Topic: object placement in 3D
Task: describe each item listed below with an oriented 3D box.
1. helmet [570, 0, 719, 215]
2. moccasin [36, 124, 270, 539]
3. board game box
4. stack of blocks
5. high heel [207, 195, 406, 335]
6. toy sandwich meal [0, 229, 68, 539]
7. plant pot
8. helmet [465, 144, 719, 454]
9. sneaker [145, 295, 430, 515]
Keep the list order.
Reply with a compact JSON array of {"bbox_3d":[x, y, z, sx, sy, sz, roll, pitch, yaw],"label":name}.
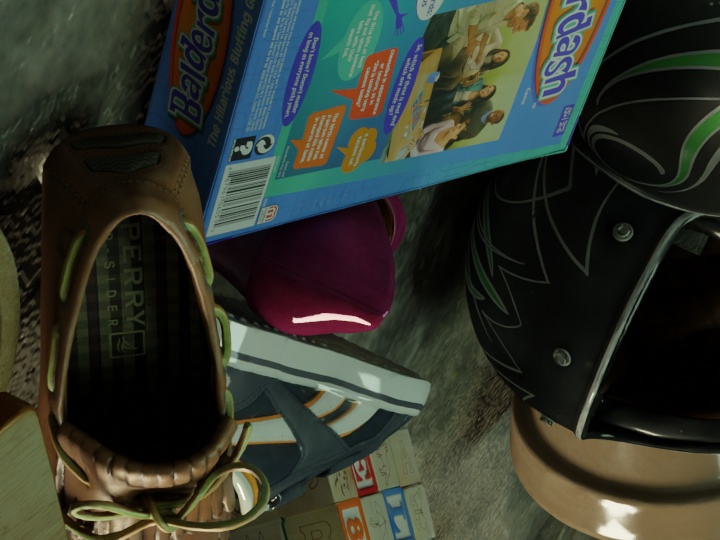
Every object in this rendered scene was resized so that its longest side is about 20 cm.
[{"bbox_3d":[0.183,-0.132,0.879,0.200,0.200,0.191,-49,-177,-33],"label":"helmet"},{"bbox_3d":[-0.071,0.052,0.659,0.078,0.074,0.202,-112,-156,-56],"label":"moccasin"},{"bbox_3d":[0.021,-0.098,0.706,0.200,0.045,0.152,-15,136,-41],"label":"board game box"},{"bbox_3d":[0.002,0.182,0.930,0.115,0.059,0.200,3,71,-68],"label":"stack of blocks"},{"bbox_3d":[0.000,0.000,0.799,0.200,0.096,0.067,-10,126,-66],"label":"high heel"},{"bbox_3d":[-0.147,0.073,0.566,0.205,0.070,0.205,-50,158,-29],"label":"toy sandwich meal"},{"bbox_3d":[0.194,0.051,1.254,0.200,0.200,0.175,-44,140,-41],"label":"plant pot"},{"bbox_3d":[0.150,-0.003,1.037,0.200,0.191,0.200,-172,-90,-78],"label":"helmet"},{"bbox_3d":[-0.043,0.057,0.800,0.200,0.078,0.079,19,94,-59],"label":"sneaker"}]
